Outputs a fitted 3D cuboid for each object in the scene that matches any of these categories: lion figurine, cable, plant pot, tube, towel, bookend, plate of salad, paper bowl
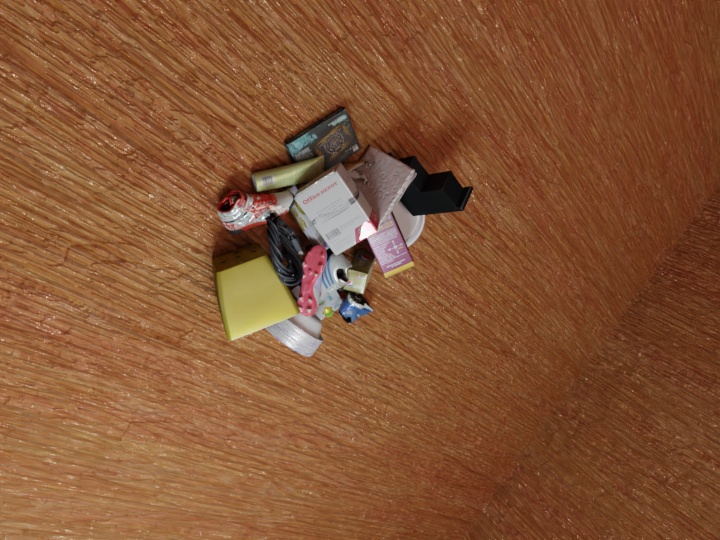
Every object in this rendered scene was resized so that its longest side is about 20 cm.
[{"bbox_3d":[-0.054,-0.252,1.600,0.200,0.122,0.073,-53,146,-21],"label":"lion figurine"},{"bbox_3d":[-0.203,-0.055,1.447,0.051,0.164,0.200,-10,138,15],"label":"cable"},{"bbox_3d":[-0.300,0.041,1.502,0.199,0.200,0.177,-21,113,-12],"label":"plant pot"},{"bbox_3d":[-0.190,-0.255,1.502,0.199,0.058,0.052,-16,86,-18],"label":"tube"},{"bbox_3d":[0.040,-0.239,1.607,0.200,0.191,0.032,-57,146,3],"label":"towel"},{"bbox_3d":[0.193,-0.265,1.669,0.200,0.198,0.092,44,61,-33],"label":"bookend"},{"bbox_3d":[0.119,-0.163,1.802,0.199,0.048,0.201,-9,110,-25],"label":"plate of salad"},{"bbox_3d":[-0.193,0.152,1.640,0.105,0.201,0.200,-53,133,0],"label":"paper bowl"}]

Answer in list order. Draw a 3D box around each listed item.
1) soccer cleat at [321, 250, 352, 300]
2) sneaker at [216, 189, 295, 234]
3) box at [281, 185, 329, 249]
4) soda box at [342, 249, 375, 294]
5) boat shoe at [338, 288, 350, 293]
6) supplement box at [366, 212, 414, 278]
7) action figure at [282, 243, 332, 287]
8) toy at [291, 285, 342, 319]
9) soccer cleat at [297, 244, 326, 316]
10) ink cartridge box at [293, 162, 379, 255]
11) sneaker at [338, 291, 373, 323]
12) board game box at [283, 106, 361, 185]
[{"bbox_3d":[-0.082,0.034,1.616,0.070,0.086,0.200,-38,159,-43],"label":"soccer cleat"},{"bbox_3d":[-0.273,-0.173,1.455,0.201,0.067,0.108,-25,147,-2],"label":"sneaker"},{"bbox_3d":[-0.151,-0.142,1.561,0.039,0.041,0.200,-42,109,-31],"label":"box"},{"bbox_3d":[0.000,0.000,1.709,0.064,0.200,0.068,14,111,4],"label":"soda box"},{"bbox_3d":[-0.061,0.031,1.768,0.200,0.057,0.067,32,93,-42],"label":"boat shoe"},{"bbox_3d":[0.075,-0.102,1.701,0.103,0.131,0.200,-23,116,7],"label":"supplement box"},{"bbox_3d":[-0.166,-0.022,1.617,0.200,0.102,0.119,-37,108,-35],"label":"action figure"},{"bbox_3d":[-0.135,0.075,1.741,0.115,0.047,0.200,-33,137,-6],"label":"toy"},{"bbox_3d":[-0.132,0.028,1.557,0.076,0.066,0.201,13,87,-79],"label":"soccer cleat"},{"bbox_3d":[-0.062,-0.166,1.509,0.145,0.085,0.200,-28,111,21],"label":"ink cartridge box"},{"bbox_3d":[-0.024,0.121,1.810,0.089,0.079,0.200,-43,162,8],"label":"sneaker"},{"bbox_3d":[-0.102,-0.345,1.550,0.200,0.028,0.136,-35,130,-15],"label":"board game box"}]
